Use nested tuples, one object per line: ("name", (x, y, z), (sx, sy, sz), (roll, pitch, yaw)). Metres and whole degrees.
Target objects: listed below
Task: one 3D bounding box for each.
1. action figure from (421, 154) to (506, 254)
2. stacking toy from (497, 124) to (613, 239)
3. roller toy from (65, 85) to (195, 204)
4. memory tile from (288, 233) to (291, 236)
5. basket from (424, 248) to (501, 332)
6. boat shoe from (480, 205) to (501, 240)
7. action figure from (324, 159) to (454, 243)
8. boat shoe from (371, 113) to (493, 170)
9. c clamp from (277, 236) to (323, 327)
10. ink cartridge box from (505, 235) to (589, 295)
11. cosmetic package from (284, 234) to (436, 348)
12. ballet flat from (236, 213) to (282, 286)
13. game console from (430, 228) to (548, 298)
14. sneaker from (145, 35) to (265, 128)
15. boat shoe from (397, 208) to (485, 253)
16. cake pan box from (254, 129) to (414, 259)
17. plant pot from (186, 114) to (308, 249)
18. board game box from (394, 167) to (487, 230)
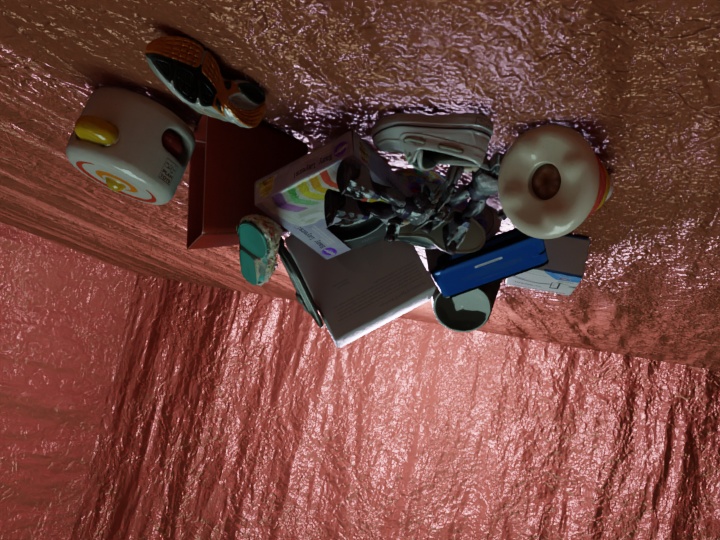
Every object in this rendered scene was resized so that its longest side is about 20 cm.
("action figure", (0.171, -0.111, 1.156), (0.129, 0.070, 0.200), (28, 141, -12))
("stacking toy", (0.296, -0.116, 1.047), (0.145, 0.148, 0.199), (3, -177, 43))
("roller toy", (-0.371, -0.193, 1.232), (0.181, 0.141, 0.200), (26, 166, -21))
("memory tile", (-0.029, -0.105, 1.432), (0.199, 0.017, 0.153), (-37, 145, 26))
("basket", (0.205, 0.020, 1.520), (0.178, 0.137, 0.201), (19, -148, 0))
("boat shoe", (0.170, -0.087, 1.414), (0.066, 0.075, 0.199), (4, 177, -36))
("action figure", (0.049, -0.091, 1.088), (0.198, 0.070, 0.130), (9, 139, -26))
("boat shoe", (0.086, -0.171, 1.034), (0.073, 0.068, 0.199), (20, 169, -41))
("c clamp", (-0.113, 0.015, 1.305), (0.171, 0.027, 0.201), (57, 171, 45))
("ink cartridge box", (0.376, -0.015, 1.555), (0.144, 0.085, 0.200), (10, 169, 11))
("cosmetic package", (0.000, 0.000, 1.354), (0.198, 0.202, 0.123), (-27, 167, -5))
("ballet flat", (-0.151, -0.044, 1.172), (0.076, 0.064, 0.200), (41, 155, 6))
("game console", (0.222, -0.040, 1.365), (0.198, 0.119, 0.171), (-20, 152, 11))
("sneaker", (-0.222, -0.247, 1.027), (0.091, 0.077, 0.199), (11, 170, 35))
("boat shoe", (0.111, -0.073, 1.280), (0.197, 0.074, 0.063), (10, 180, -10))
("cake pan box", (-0.032, -0.105, 1.159), (0.183, 0.053, 0.200), (-20, 144, 25))
("plant pot", (-0.188, -0.140, 1.275), (0.174, 0.203, 0.200), (4, 174, -20))
("board game box", (0.119, -0.097, 1.333), (0.200, 0.039, 0.157), (41, 151, -25))
